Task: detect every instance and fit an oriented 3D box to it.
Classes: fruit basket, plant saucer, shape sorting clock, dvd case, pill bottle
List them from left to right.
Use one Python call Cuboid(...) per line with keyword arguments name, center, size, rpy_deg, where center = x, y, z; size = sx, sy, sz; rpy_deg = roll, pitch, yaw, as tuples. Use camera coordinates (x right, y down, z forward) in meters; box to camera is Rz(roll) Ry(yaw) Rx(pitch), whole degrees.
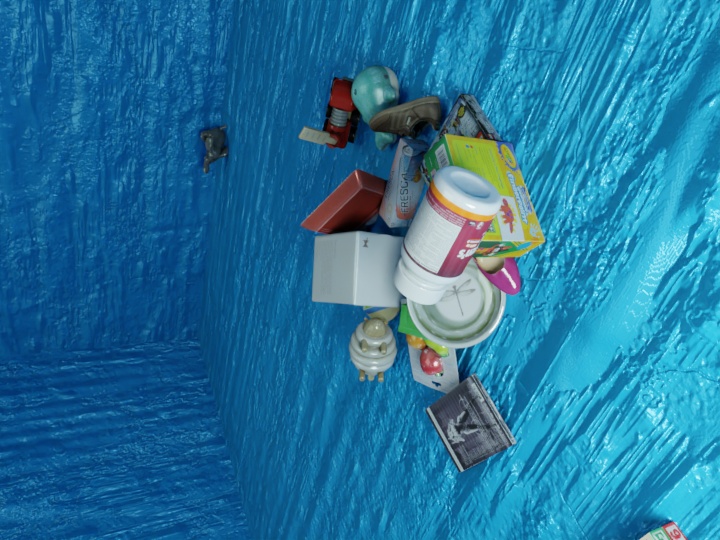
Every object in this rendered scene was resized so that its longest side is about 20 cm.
Cuboid(name="plant saucer", center=(-0.019, -0.149, 1.342), size=(0.199, 0.199, 0.037), rpy_deg=(-41, 68, 22))
Cuboid(name="shape sorting clock", center=(0.055, 0.033, 1.436), size=(0.199, 0.039, 0.204), rpy_deg=(-10, 78, 54))
Cuboid(name="fruit basket", center=(0.160, 0.167, 1.222), size=(0.184, 0.093, 0.204), rpy_deg=(6, 113, 62))
Cuboid(name="pill bottle", center=(0.128, -0.050, 0.861), size=(0.110, 0.108, 0.202), rpy_deg=(61, 140, 40))
Cuboid(name="plant saucer", center=(0.191, 0.051, 1.097), size=(0.197, 0.050, 0.204), rpy_deg=(-2, 85, 22))
Cuboid(name="dvd case", center=(0.220, 0.318, 1.137), size=(0.150, 0.016, 0.201), rpy_deg=(60, 143, 20))

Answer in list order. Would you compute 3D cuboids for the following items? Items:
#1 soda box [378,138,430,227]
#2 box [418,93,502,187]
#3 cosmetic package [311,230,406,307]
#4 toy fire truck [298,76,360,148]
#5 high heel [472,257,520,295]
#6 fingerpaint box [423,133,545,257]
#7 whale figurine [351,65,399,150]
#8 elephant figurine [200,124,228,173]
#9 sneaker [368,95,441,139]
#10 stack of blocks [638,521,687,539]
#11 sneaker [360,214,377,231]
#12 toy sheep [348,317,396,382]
Cuboid(name="soda box", center=(0.105, -0.202, 1.295), size=(0.069, 0.063, 0.203), rpy_deg=(55, 139, 46))
Cuboid(name="box", center=(0.199, -0.236, 1.135), size=(0.201, 0.039, 0.138), rpy_deg=(-61, 42, 45))
Cuboid(name="cosmetic package", center=(0.000, 0.000, 1.341), size=(0.199, 0.165, 0.170), rpy_deg=(-1, 85, 56))
Cuboid(name="toy fire truck", center=(-0.072, -0.405, 1.456), size=(0.201, 0.126, 0.178), rpy_deg=(-73, 0, -57))
Cuboid(name="high heel", center=(0.219, -0.038, 1.011), size=(0.067, 0.096, 0.201), rpy_deg=(-43, 72, 24))
Cuboid(name="fingerpaint box", center=(0.216, -0.127, 0.974), size=(0.073, 0.164, 0.203), rpy_deg=(-39, 59, 53))
Cuboid(name="whale figurine", center=(0.036, -0.405, 1.368), size=(0.158, 0.102, 0.204), rpy_deg=(-16, 81, 61))
Cuboid(name="elephant figurine", center=(-0.751, -0.625, 2.850), size=(0.156, 0.139, 0.203), rpy_deg=(106, 157, -59))
Cuboid(name="sneaker", center=(0.097, -0.332, 1.251), size=(0.198, 0.070, 0.077), rpy_deg=(-8, 92, 46))
Cuboid(name="stack of blocks", center=(0.404, 0.464, 0.778), size=(0.116, 0.058, 0.202), rpy_deg=(61, 143, 40))
Cuboid(name="sneaker", center=(-0.017, -0.150, 1.520), size=(0.115, 0.074, 0.202), rpy_deg=(61, 145, 37))
Cuboid(name="toy sheep", center=(0.031, 0.205, 1.407), size=(0.138, 0.136, 0.203), rpy_deg=(52, 141, 48))
